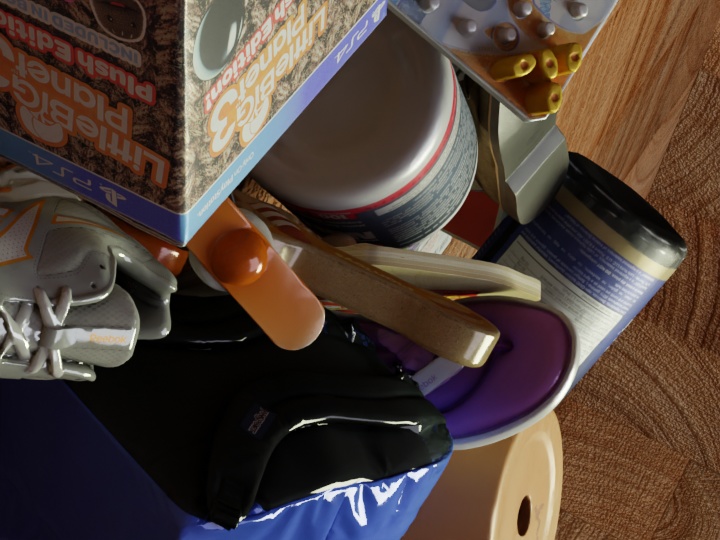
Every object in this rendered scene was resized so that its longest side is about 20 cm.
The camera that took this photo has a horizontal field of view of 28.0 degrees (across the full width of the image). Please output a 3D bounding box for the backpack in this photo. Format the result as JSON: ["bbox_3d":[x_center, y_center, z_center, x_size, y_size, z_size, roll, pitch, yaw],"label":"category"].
[{"bbox_3d":[-0.073,0.096,0.683,0.200,0.163,0.168,-11,138,-48],"label":"backpack"}]

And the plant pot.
[{"bbox_3d":[0.036,0.136,0.874,0.200,0.140,0.200,6,90,-65],"label":"plant pot"}]

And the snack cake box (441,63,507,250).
[{"bbox_3d":[0.072,-0.113,0.990,0.067,0.115,0.200,-54,164,-34],"label":"snack cake box"}]

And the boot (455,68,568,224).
[{"bbox_3d":[0.079,-0.105,0.858,0.074,0.075,0.200,-44,155,-19],"label":"boot"}]

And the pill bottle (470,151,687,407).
[{"bbox_3d":[0.119,0.026,0.990,0.200,0.112,0.112,-51,170,16],"label":"pill bottle"}]

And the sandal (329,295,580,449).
[{"bbox_3d":[0.016,0.051,0.764,0.050,0.203,0.083,30,61,-55],"label":"sandal"}]

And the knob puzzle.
[{"bbox_3d":[0.000,0.000,0.786,0.220,0.219,0.030,42,49,-76],"label":"knob puzzle"}]

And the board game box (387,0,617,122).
[{"bbox_3d":[0.065,-0.204,0.659,0.200,0.200,0.026,-58,-158,-11],"label":"board game box"}]

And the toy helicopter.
[{"bbox_3d":[-0.030,-0.007,0.633,0.132,0.200,0.079,-92,-153,-83],"label":"toy helicopter"}]

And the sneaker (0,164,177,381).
[{"bbox_3d":[-0.132,0.009,0.520,0.200,0.092,0.076,-30,144,-65],"label":"sneaker"}]

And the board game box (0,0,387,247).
[{"bbox_3d":[-0.059,-0.140,0.505,0.159,0.097,0.200,-53,163,-35],"label":"board game box"}]

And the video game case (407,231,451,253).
[{"bbox_3d":[0.037,-0.029,1.211,0.200,0.023,0.182,-51,162,-37],"label":"video game case"}]

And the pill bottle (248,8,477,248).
[{"bbox_3d":[0.003,-0.073,0.802,0.120,0.120,0.200,-63,166,-4],"label":"pill bottle"}]
